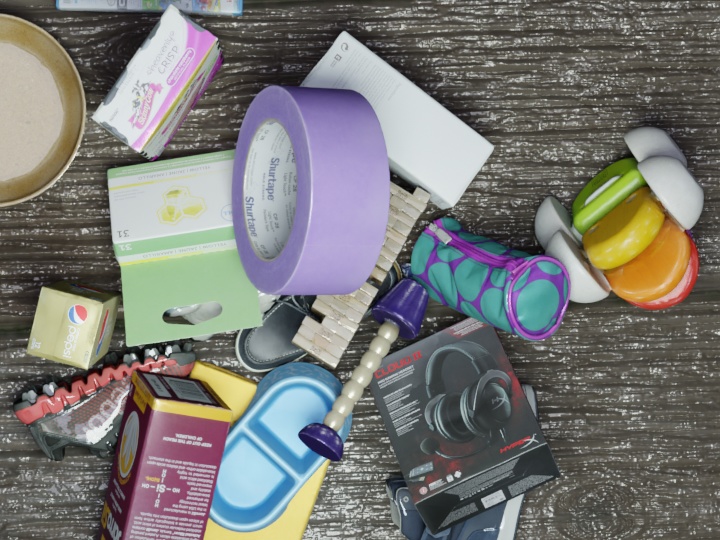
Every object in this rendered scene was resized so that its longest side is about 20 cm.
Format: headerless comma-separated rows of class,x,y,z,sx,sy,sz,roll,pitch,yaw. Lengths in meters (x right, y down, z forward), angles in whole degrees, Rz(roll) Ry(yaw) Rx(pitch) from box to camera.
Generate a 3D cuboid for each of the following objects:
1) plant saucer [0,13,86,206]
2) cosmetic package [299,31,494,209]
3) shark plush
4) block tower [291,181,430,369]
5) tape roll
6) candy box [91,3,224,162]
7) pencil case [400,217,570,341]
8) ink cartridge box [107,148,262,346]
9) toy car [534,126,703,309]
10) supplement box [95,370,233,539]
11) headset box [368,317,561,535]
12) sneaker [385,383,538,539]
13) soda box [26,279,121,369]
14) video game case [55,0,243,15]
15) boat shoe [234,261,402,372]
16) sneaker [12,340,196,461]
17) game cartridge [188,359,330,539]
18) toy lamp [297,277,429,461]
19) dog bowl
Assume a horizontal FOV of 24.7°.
plant saucer,-0.386,-0.168,1.733,0.197,0.035,0.203,0,91,-2
cosmetic package,0.036,-0.154,1.716,0.199,0.113,0.081,38,89,-1
shark plush,-0.130,0.005,1.709,0.198,0.091,0.084,-17,62,25
block tower,0.000,0.000,1.687,0.057,0.054,0.201,31,83,1
tape roll,-0.052,-0.077,1.597,0.084,0.199,0.203,1,91,-27
candy box,-0.200,-0.184,1.659,0.061,0.200,0.137,35,90,-2
pencil case,0.128,0.006,1.672,0.085,0.199,0.093,-40,119,-16
ink cartridge box,-0.181,-0.026,1.686,0.143,0.048,0.202,-9,52,-3
toy car,0.284,-0.036,1.697,0.175,0.201,0.150,-40,109,15
supplement box,-0.202,0.216,1.665,0.085,0.110,0.203,11,98,-21
headset box,0.099,0.147,1.695,0.147,0.077,0.201,-24,52,3
sneaker,0.106,0.209,1.741,0.144,0.077,0.205,14,91,-5
soda box,-0.287,0.052,1.659,0.063,0.200,0.069,14,91,-3
video game case,-0.223,-0.347,1.746,0.197,0.018,0.145,1,90,-2
boat shoe,-0.046,0.043,1.740,0.198,0.062,0.075,-28,94,-1
sneaker,-0.259,0.140,1.728,0.198,0.071,0.099,-22,97,-4
game cartridge,-0.130,0.220,1.757,0.174,0.032,0.202,21,92,-3
toy lamp,0.009,0.097,1.682,0.058,0.058,0.201,31,70,-3
dog bowl,-0.093,0.188,1.717,0.111,0.050,0.200,42,89,-3
